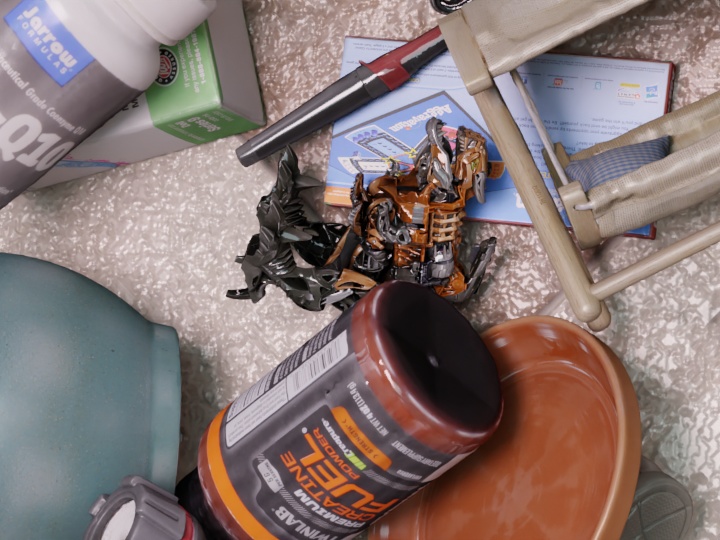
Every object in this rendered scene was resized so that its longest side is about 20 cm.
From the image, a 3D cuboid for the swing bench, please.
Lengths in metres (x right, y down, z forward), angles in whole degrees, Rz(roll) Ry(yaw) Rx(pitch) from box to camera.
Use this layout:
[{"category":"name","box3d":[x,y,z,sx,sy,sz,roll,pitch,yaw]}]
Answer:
[{"category":"swing bench","box3d":[0.167,-0.100,1.206,0.198,0.130,0.201,-27,82,6]}]

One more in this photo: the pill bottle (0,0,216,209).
[{"category":"pill bottle","box3d":[-0.185,-0.122,1.249,0.200,0.114,0.114,-38,76,12]}]

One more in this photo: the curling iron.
[{"category":"curling iron","box3d":[0.007,-0.123,1.305,0.200,0.026,0.050,-36,113,14]}]

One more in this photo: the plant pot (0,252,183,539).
[{"category":"plant pot","box3d":[-0.174,0.089,1.292,0.133,0.200,0.202,4,86,-11]}]

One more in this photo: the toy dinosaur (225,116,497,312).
[{"category":"toy dinosaur","box3d":[0.000,0.000,1.283,0.135,0.102,0.201,24,93,-8]}]

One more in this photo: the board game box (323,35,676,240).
[{"category":"board game box","box3d":[0.080,-0.079,1.305,0.199,0.019,0.104,7,86,17]}]

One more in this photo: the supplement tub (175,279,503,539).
[{"category":"supplement tub","box3d":[-0.020,0.099,1.260,0.200,0.107,0.107,-40,75,32]}]

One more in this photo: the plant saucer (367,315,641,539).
[{"category":"plant saucer","box3d":[0.081,0.123,1.230,0.200,0.032,0.201,-33,44,38]}]

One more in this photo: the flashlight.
[{"category":"flashlight","box3d":[-0.065,0.188,1.238,0.068,0.199,0.068,-16,47,52]}]

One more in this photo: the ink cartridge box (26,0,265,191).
[{"category":"ink cartridge box","box3d":[-0.175,-0.137,1.351,0.199,0.087,0.146,-14,82,17]}]

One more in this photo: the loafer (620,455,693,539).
[{"category":"loafer","box3d":[0.106,0.188,1.253,0.200,0.072,0.063,-49,34,1]}]
